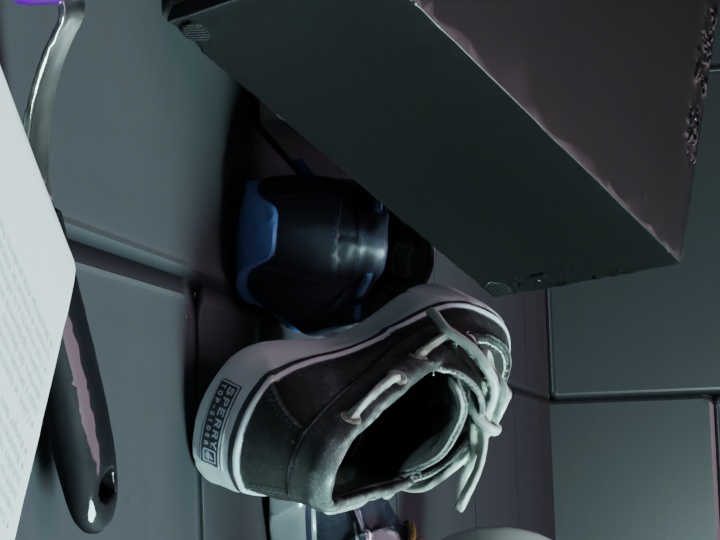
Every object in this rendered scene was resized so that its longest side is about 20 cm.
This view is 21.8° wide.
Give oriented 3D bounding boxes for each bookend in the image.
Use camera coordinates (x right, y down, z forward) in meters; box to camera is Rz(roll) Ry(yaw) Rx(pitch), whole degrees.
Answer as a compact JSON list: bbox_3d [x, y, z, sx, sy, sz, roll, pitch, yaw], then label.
[{"bbox_3d":[0.048,-0.127,0.710,0.200,0.092,0.200,37,54,-39],"label":"bookend"}]

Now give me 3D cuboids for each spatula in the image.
[{"bbox_3d":[-0.077,-0.029,0.467,0.056,0.020,0.202,-37,127,-64],"label":"spatula"}]

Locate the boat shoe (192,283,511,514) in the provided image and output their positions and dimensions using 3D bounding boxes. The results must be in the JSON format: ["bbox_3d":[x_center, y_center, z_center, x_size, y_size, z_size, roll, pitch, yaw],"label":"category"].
[{"bbox_3d":[0.020,0.050,0.703,0.199,0.068,0.074,-2,109,-61],"label":"boat shoe"}]

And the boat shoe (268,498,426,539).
[{"bbox_3d":[0.014,0.132,0.786,0.071,0.090,0.202,-47,133,-78],"label":"boat shoe"}]

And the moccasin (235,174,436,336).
[{"bbox_3d":[0.000,0.000,0.792,0.200,0.068,0.081,-18,112,-78],"label":"moccasin"}]

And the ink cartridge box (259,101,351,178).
[{"bbox_3d":[0.006,-0.149,0.845,0.146,0.084,0.202,46,42,-76],"label":"ink cartridge box"}]

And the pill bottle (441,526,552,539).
[{"bbox_3d":[0.080,0.260,1.093,0.117,0.115,0.201,77,14,-50],"label":"pill bottle"}]

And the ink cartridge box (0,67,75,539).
[{"bbox_3d":[-0.097,-0.003,0.268,0.201,0.043,0.174,78,13,-47],"label":"ink cartridge box"}]
